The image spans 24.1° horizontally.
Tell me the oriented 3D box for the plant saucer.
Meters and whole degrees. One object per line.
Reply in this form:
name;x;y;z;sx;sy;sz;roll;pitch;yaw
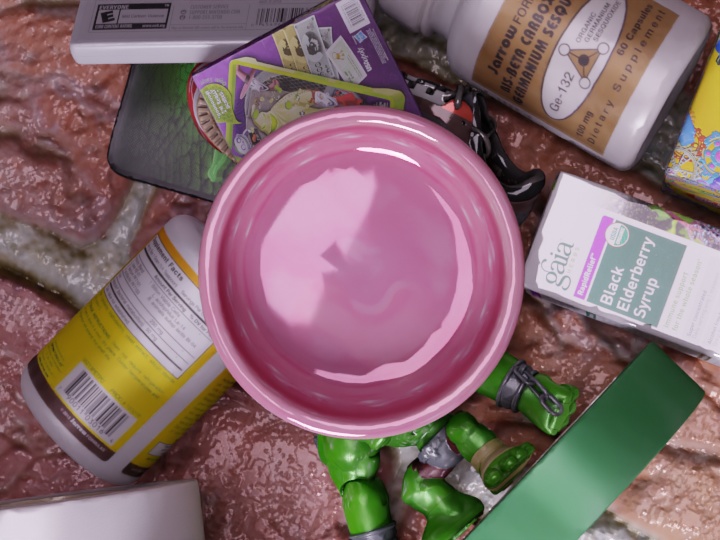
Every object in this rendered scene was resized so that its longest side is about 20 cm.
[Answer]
plant saucer;0.000;0.000;1.037;0.198;0.051;0.203;0;95;-3

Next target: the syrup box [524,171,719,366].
syrup box;0.207;0.009;1.096;0.198;0.081;0.079;21;89;8

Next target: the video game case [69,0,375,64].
video game case;-0.084;-0.214;1.140;0.198;0.023;0.183;0;56;9

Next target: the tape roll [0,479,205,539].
tape roll;-0.200;0.182;1.091;0.200;0.202;0.072;-7;86;9

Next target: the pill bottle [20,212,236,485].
pill bottle;-0.125;0.040;1.133;0.200;0.109;0.109;-44;81;4

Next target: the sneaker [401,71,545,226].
sneaker;0.045;-0.105;1.120;0.200;0.077;0.082;42;123;-2

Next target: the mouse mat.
mouse mat;-0.083;-0.146;1.189;0.159;0.008;0.202;15;88;9

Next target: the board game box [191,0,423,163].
board game box;-0.010;-0.063;1.070;0.119;0.032;0.201;-28;104;-4

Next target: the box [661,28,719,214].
box;0.317;-0.109;1.064;0.198;0.122;0.194;22;90;9

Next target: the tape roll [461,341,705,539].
tape roll;0.128;0.132;1.041;0.048;0.200;0.201;43;94;9

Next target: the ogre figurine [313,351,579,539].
ogre figurine;0.041;0.113;1.109;0.120;0.098;0.201;48;138;15

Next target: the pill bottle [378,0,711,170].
pill bottle;0.118;-0.161;1.103;0.199;0.114;0.115;31;92;10

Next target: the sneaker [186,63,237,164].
sneaker;-0.042;-0.071;1.150;0.071;0.113;0.200;-43;113;1
